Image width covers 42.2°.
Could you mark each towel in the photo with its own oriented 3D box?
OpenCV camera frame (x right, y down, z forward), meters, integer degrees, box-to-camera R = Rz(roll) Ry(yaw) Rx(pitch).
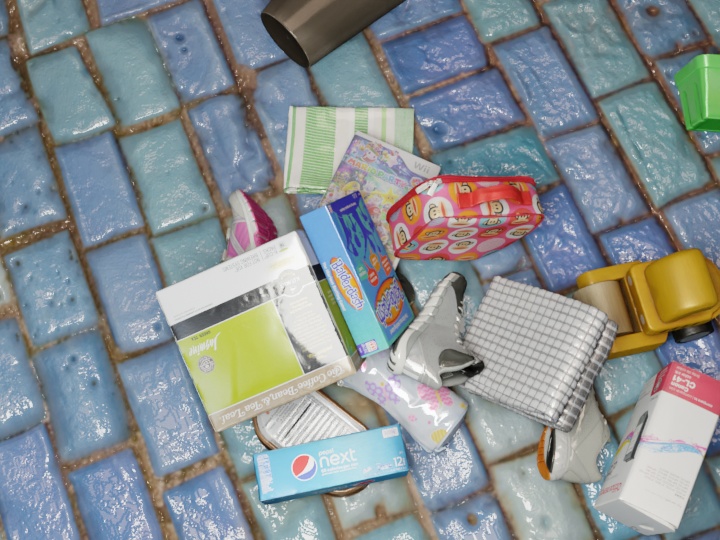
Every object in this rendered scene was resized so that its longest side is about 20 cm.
[{"bbox_3d":[-0.017,-0.186,1.444,0.198,0.023,0.154,1,72,1],"label":"towel"},{"bbox_3d":[0.234,0.114,1.273,0.199,0.085,0.166,18,76,49],"label":"towel"}]

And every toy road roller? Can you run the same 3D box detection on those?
[{"bbox_3d":[0.409,0.037,1.302,0.199,0.146,0.124,-12,72,-3],"label":"toy road roller"}]

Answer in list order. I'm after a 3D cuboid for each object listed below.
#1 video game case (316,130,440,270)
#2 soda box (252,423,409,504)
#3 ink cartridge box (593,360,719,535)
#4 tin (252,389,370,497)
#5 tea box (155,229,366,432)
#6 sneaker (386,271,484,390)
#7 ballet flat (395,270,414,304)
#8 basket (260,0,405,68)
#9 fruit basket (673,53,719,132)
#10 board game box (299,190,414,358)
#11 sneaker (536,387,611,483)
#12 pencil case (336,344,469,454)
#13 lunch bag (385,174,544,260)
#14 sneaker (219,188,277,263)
[{"bbox_3d":[0.018,-0.099,1.384,0.142,0.018,0.201,24,67,4],"label":"video game case"},{"bbox_3d":[-0.039,0.258,1.240,0.199,0.068,0.065,-10,72,-3],"label":"soda box"},{"bbox_3d":[0.397,0.237,1.237,0.085,0.148,0.201,27,73,9],"label":"ink cartridge box"},{"bbox_3d":[-0.063,0.230,1.304,0.200,0.042,0.112,36,72,11],"label":"tin"},{"bbox_3d":[-0.123,0.074,1.215,0.199,0.134,0.198,-23,90,7],"label":"tea box"},{"bbox_3d":[0.127,0.094,1.283,0.115,0.075,0.200,28,51,14],"label":"sneaker"},{"bbox_3d":[-0.014,0.008,1.377,0.199,0.057,0.067,21,48,2],"label":"ballet flat"},{"bbox_3d":[-0.048,-0.426,1.469,0.180,0.136,0.200,42,81,16],"label":"basket"},{"bbox_3d":[0.592,-0.314,1.407,0.214,0.156,0.217,0,87,2],"label":"fruit basket"},{"bbox_3d":[0.000,0.000,1.259,0.045,0.152,0.201,-22,96,20],"label":"board game box"},{"bbox_3d":[0.307,0.200,1.299,0.091,0.076,0.201,15,76,-9],"label":"sneaker"},{"bbox_3d":[0.054,0.165,1.297,0.199,0.083,0.091,36,58,10],"label":"pencil case"},{"bbox_3d":[0.151,-0.077,1.304,0.199,0.176,0.082,-2,71,-27],"label":"lunch bag"},{"bbox_3d":[-0.170,-0.029,1.364,0.088,0.081,0.201,-26,59,14],"label":"sneaker"}]
